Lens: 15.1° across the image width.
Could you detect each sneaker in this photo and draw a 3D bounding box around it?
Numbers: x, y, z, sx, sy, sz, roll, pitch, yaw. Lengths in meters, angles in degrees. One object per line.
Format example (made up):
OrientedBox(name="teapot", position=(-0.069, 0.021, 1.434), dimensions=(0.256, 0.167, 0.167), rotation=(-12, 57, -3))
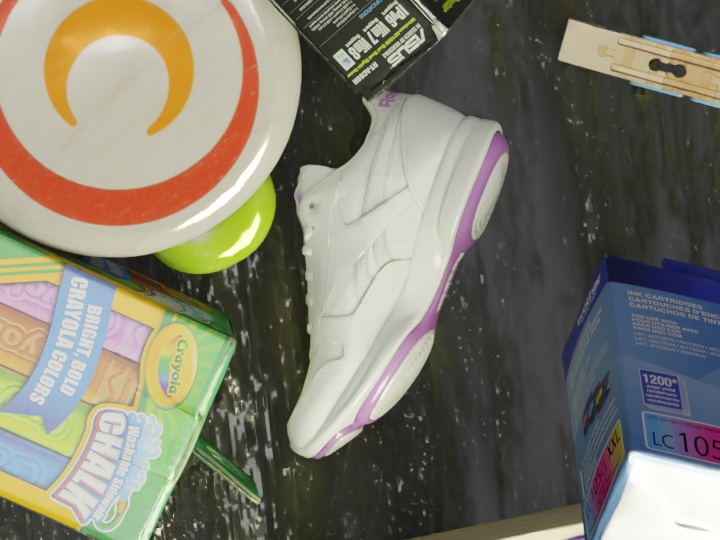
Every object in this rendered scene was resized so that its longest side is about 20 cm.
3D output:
OrientedBox(name="sneaker", position=(0.000, 0.000, 1.423), dimensions=(0.100, 0.075, 0.200), rotation=(26, 91, 12))

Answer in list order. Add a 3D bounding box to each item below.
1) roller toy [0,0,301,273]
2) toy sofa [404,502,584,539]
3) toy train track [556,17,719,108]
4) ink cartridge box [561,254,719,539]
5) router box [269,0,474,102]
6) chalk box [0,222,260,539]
OrientedBox(name="roller toy", position=(-0.123, -0.110, 1.358), dimensions=(0.182, 0.140, 0.200), rotation=(9, 104, -8))
OrientedBox(name="toy sofa", position=(0.076, 0.173, 1.419), dimensions=(0.200, 0.098, 0.083), rotation=(-12, 95, -5))
OrientedBox(name="toy train track", position=(0.204, -0.098, 1.447), dimensions=(0.200, 0.033, 0.115), rotation=(15, 100, 0))
OrientedBox(name="ink cartridge box", position=(0.179, 0.071, 1.391), dimensions=(0.136, 0.200, 0.076), rotation=(14, 122, -10))
OrientedBox(name="router box", position=(0.003, -0.188, 1.339), dimensions=(0.150, 0.200, 0.062), rotation=(47, 122, -6))
OrientedBox(name="chalk box", position=(-0.137, 0.060, 1.379), dimensions=(0.200, 0.125, 0.124), rotation=(24, 92, -8))
